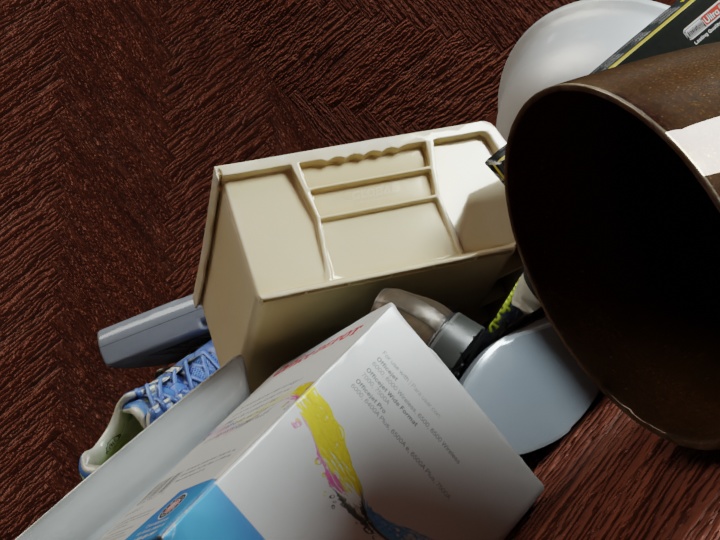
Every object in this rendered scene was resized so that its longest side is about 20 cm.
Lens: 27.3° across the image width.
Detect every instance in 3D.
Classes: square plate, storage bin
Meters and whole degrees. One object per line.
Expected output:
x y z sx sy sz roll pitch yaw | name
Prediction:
-0.129 0.177 0.957 0.198 0.028 0.200 -41 -33 -27 | square plate
0.000 0.000 1.002 0.198 0.094 0.200 -11 -23 -16 | storage bin

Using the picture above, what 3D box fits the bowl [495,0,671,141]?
0.169 -0.073 0.994 0.201 0.201 0.090 -35 11 43 | bowl

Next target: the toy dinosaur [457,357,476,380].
0.063 0.102 1.051 0.200 0.058 0.101 -43 7 -26 | toy dinosaur

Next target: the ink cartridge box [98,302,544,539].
-0.028 0.146 0.845 0.200 0.145 0.147 -44 7 -32 | ink cartridge box

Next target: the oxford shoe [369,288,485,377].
0.016 0.072 0.963 0.073 0.084 0.200 -50 -12 -37 | oxford shoe

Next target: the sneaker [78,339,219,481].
-0.143 0.114 1.187 0.200 0.076 0.077 -50 -34 -11 | sneaker

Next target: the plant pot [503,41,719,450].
0.206 -0.040 0.731 0.200 0.187 0.187 -26 0 -22 | plant pot

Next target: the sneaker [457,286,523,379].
0.085 0.060 1.191 0.200 0.074 0.082 -43 -2 -46 | sneaker

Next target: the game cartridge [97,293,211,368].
-0.142 0.050 1.311 0.133 0.042 0.200 -17 -6 19 | game cartridge

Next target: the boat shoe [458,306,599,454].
0.114 0.059 0.956 0.199 0.074 0.068 -43 7 -37 | boat shoe

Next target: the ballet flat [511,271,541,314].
0.158 0.010 1.147 0.068 0.068 0.200 -49 -8 19 | ballet flat

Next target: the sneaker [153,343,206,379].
-0.121 0.105 1.343 0.090 0.079 0.200 -20 -4 -28 | sneaker

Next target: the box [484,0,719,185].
0.203 -0.068 0.908 0.200 0.160 0.049 -39 8 1 | box
